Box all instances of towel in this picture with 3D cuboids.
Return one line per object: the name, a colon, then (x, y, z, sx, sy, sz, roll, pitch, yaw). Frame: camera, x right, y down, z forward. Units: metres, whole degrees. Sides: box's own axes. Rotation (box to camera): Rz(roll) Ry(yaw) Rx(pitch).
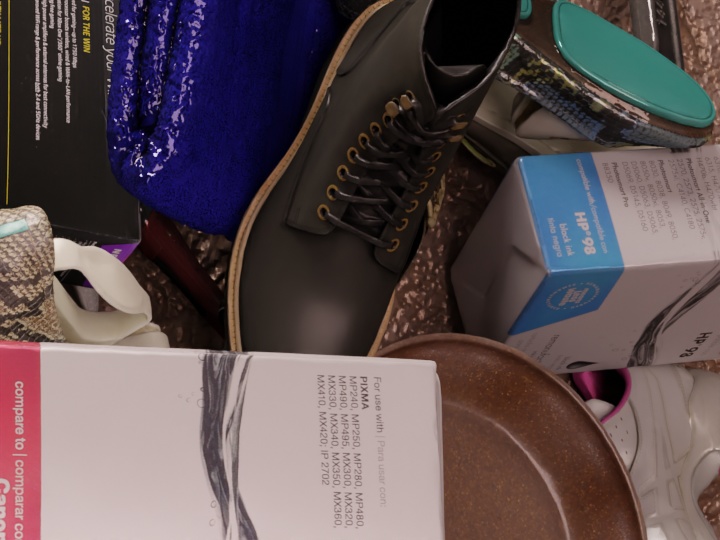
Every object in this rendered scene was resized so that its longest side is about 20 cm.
towel: (-0.050, -0.087, 0.918, 0.200, 0.049, 0.149, 26, 67, -69)

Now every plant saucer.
plant saucer: (0.045, 0.131, 0.932, 0.199, 0.037, 0.202, 12, 67, -29)

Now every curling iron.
curling iron: (-0.095, -0.026, 0.961, 0.200, 0.049, 0.026, 51, 50, -10)

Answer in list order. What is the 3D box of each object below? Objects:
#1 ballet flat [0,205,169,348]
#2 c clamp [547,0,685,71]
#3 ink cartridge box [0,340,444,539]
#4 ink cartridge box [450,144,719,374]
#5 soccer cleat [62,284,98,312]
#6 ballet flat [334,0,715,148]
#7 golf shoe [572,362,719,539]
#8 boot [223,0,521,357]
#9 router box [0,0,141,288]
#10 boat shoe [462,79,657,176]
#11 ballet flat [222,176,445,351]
ballet flat: (-0.121, 0.034, 0.863, 0.075, 0.200, 0.068, -24, 60, -2)
c clamp: (0.104, -0.176, 1.052, 0.170, 0.027, 0.201, 19, 53, -39)
ink cartridge box: (-0.082, 0.088, 0.778, 0.198, 0.145, 0.085, 4, 70, -19)
ink cartridge box: (0.159, -0.006, 1.018, 0.198, 0.116, 0.067, -4, 62, -19)
soccer cleat: (-0.204, 0.009, 0.886, 0.199, 0.070, 0.087, -15, 92, -27)
ballet flat: (0.075, -0.103, 0.970, 0.199, 0.074, 0.075, 31, 73, -12)
golf shoe: (0.136, 0.121, 1.029, 0.091, 0.075, 0.201, 27, 44, -12)
boot: (0.004, -0.034, 0.839, 0.077, 0.138, 0.202, 17, 79, -14)
router box: (-0.174, -0.101, 0.882, 0.148, 0.051, 0.201, 11, 59, -27)
boat shoe: (0.069, -0.093, 1.038, 0.201, 0.060, 0.072, 36, 65, -20)
ballet flat: (0.000, 0.000, 0.960, 0.200, 0.046, 0.068, -49, 133, -48)
